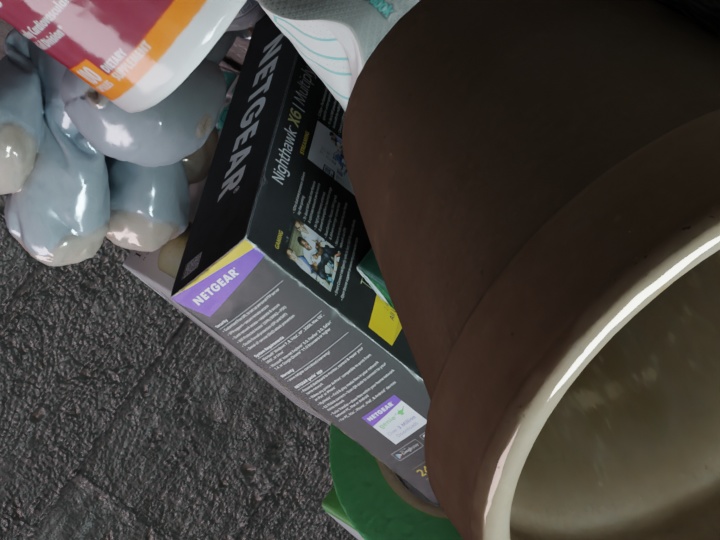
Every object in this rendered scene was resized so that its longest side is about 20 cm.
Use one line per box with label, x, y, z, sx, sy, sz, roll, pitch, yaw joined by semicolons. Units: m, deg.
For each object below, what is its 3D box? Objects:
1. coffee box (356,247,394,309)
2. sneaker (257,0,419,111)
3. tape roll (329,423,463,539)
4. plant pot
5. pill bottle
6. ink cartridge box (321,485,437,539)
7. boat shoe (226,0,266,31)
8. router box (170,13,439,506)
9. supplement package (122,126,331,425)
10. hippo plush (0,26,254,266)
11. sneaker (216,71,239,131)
coffee box;0.110;0.004;1.009;0.200;0.123;0.044;33;171;33
sneaker;-0.005;-0.116;1.037;0.080;0.070;0.200;50;-179;37
tape roll;0.079;0.060;1.212;0.200;0.201;0.048;29;169;49
plant pot;0.084;-0.013;0.858;0.175;0.200;0.200;54;-174;36
pill bottle;-0.139;-0.168;1.083;0.200;0.114;0.114;37;174;-15
ink cartridge box;0.100;0.082;1.280;0.146;0.200;0.084;27;167;48
boat shoe;-0.128;-0.170;1.215;0.200;0.070;0.072;32;170;11
router box;0.009;-0.019;1.141;0.157;0.052;0.200;39;-143;-20
supplement package;0.000;0.000;1.414;0.151;0.152;0.200;39;173;-29
hippo plush;-0.108;-0.104;1.360;0.159;0.201;0.160;31;152;-30
sneaker;-0.032;-0.050;1.603;0.200;0.078;0.091;36;178;13
